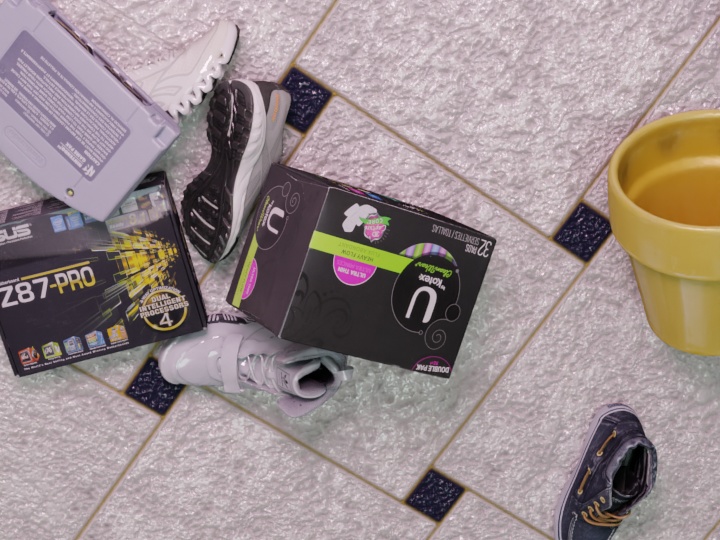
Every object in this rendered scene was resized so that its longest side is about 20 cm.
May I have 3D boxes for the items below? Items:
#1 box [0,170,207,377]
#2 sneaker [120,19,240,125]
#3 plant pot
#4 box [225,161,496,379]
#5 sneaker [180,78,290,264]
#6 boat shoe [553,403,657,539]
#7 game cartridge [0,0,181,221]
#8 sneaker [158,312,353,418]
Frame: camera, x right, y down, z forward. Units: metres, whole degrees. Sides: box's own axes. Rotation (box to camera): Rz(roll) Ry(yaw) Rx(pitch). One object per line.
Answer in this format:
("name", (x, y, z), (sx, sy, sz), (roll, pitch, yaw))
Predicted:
("box", (-0.264, 0.004, 1.555), (0.199, 0.049, 0.162), (-13, 112, 0))
("sneaker", (-0.195, -0.168, 1.490), (0.200, 0.075, 0.081), (-44, 102, 8))
("plant pot", (0.347, -0.027, 1.572), (0.199, 0.201, 0.190), (-12, 128, -4))
("box", (0.000, 0.000, 1.516), (0.199, 0.124, 0.149), (15, 97, -33))
("sneaker", (-0.114, -0.092, 1.530), (0.079, 0.074, 0.201), (-15, 136, -46))
("boat shoe", (0.262, 0.249, 1.715), (0.070, 0.091, 0.202), (8, 111, -12))
("game cartridge", (-0.276, -0.147, 1.462), (0.200, 0.041, 0.133), (44, 106, 0))
("sneaker", (-0.101, 0.093, 1.582), (0.198, 0.115, 0.076), (-7, 112, -6))
